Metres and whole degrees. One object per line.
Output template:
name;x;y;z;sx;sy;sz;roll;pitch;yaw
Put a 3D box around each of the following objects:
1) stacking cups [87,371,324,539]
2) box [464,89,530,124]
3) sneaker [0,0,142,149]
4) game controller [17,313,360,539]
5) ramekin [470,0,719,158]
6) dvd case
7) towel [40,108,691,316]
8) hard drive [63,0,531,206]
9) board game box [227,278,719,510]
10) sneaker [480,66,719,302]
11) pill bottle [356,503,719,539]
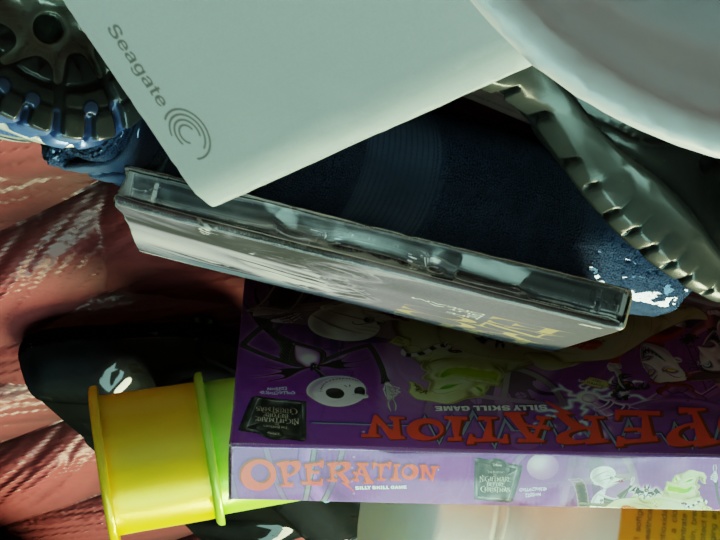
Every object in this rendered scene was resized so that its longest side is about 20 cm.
stacking cups;0.002;0.060;1.071;0.199;0.061;0.061;-7;154;-3
box;0.028;-0.080;0.861;0.200;0.039;0.041;19;150;-31
sneaker;-0.156;-0.086;0.812;0.200;0.077;0.085;30;163;-19
game controller;-0.059;0.068;1.182;0.104;0.042;0.200;6;157;25
ramekin;0.089;-0.129;0.591;0.200;0.201;0.098;8;-165;-12
dvd case;0.000;0.000;0.913;0.148;0.016;0.200;14;177;-1
towel;0.004;-0.032;0.919;0.199;0.049;0.112;16;177;-20
hard drive;-0.007;-0.101;0.726;0.200;0.027;0.132;-22;107;46
board game box;0.056;0.039;1.020;0.199;0.120;0.032;1;125;0
sneaker;0.079;-0.060;0.817;0.082;0.073;0.200;-46;126;6
pill bottle;0.105;0.111;1.163;0.199;0.111;0.111;13;152;-21
